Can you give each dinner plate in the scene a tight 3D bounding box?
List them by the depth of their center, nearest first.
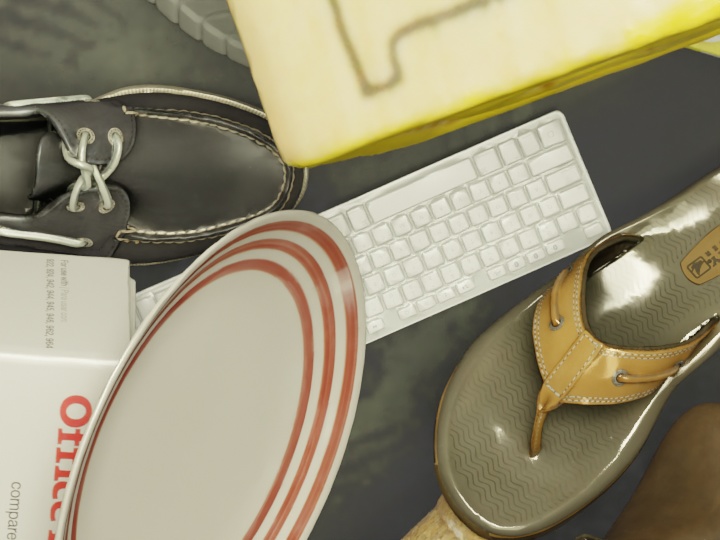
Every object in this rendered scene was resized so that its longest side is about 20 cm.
[{"bbox_3d":[-0.060,0.069,1.053,0.024,0.200,0.201,21,101,25],"label":"dinner plate"}]

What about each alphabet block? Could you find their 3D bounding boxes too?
[{"bbox_3d":[0.050,-0.162,0.966,0.196,0.195,0.201,-19,90,14],"label":"alphabet block"}]

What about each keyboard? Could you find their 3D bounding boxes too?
[{"bbox_3d":[0.000,0.000,1.122,0.200,0.011,0.056,-24,104,-2],"label":"keyboard"}]

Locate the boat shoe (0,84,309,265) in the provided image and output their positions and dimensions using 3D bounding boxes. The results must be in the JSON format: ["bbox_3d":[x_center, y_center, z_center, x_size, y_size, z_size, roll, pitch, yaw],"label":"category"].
[{"bbox_3d":[-0.117,-0.033,1.074,0.199,0.063,0.073,2,102,-7],"label":"boat shoe"}]

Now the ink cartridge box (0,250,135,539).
[{"bbox_3d":[-0.189,0.069,1.061,0.199,0.084,0.146,4,117,-7],"label":"ink cartridge box"}]

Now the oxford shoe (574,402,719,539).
[{"bbox_3d":[0.109,0.127,1.090,0.084,0.073,0.200,47,56,-34],"label":"oxford shoe"}]

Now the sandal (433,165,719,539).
[{"bbox_3d":[0.108,0.023,1.096,0.200,0.055,0.082,-37,73,-4],"label":"sandal"}]

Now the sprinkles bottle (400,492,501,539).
[{"bbox_3d":[-0.011,0.179,1.129,0.200,0.068,0.068,-45,103,3],"label":"sprinkles bottle"}]

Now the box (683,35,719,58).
[{"bbox_3d":[0.166,-0.137,1.094,0.199,0.048,0.118,17,98,-8],"label":"box"}]

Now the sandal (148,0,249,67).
[{"bbox_3d":[-0.082,-0.152,1.054,0.203,0.082,0.050,40,66,-13],"label":"sandal"}]
